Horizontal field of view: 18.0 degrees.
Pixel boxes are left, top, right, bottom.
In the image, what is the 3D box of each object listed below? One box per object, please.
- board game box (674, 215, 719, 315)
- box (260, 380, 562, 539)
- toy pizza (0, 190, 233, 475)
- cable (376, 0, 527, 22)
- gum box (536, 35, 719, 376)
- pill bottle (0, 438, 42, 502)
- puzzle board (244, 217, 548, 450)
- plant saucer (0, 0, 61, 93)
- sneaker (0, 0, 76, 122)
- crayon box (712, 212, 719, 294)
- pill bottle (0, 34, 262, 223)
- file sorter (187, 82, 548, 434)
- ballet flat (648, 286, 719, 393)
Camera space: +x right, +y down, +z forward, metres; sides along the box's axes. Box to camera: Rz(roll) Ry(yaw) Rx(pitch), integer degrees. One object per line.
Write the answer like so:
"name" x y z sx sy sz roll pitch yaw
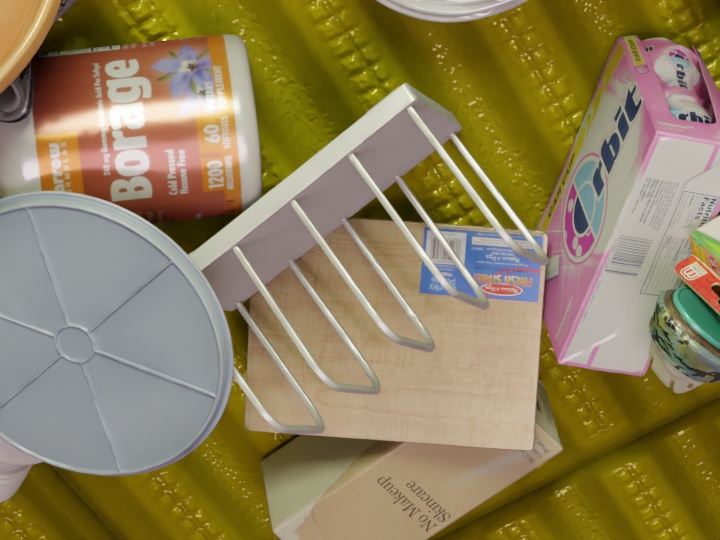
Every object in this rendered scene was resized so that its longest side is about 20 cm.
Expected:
"board game box" 0.301 -0.030 1.431 0.199 0.096 0.030 -32 136 -11
"box" 0.035 0.133 1.631 0.200 0.078 0.095 -36 124 17
"toy pizza" -0.170 0.037 1.399 0.199 0.032 0.201 7 120 13
"cable" 0.063 -0.243 1.356 0.199 0.069 0.200 -25 127 9
"gum box" 0.179 -0.046 1.499 0.066 0.114 0.201 9 125 -17
"pill bottle" -0.223 0.056 1.505 0.111 0.112 0.201 19 121 -23
"puzzle board" 0.023 0.041 1.541 0.198 0.017 0.152 4 100 3
"plant saucer" -0.252 -0.163 1.295 0.199 0.201 0.037 -25 155 10
"sneaker" -0.192 -0.155 1.342 0.199 0.114 0.076 -25 142 11
"crayon box" 0.306 -0.053 1.552 0.118 0.058 0.201 13 124 -19
"pill bottle" -0.164 -0.081 1.410 0.198 0.112 0.113 -7 128 -5
"file sorter" 0.000 0.000 1.440 0.200 0.125 0.139 -37 168 9
"ballet flat" 0.225 0.051 1.481 0.074 0.074 0.200 -43 159 21
